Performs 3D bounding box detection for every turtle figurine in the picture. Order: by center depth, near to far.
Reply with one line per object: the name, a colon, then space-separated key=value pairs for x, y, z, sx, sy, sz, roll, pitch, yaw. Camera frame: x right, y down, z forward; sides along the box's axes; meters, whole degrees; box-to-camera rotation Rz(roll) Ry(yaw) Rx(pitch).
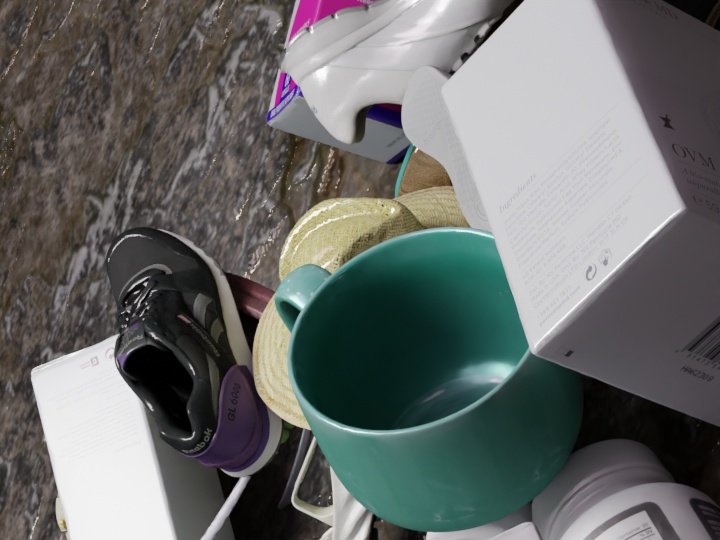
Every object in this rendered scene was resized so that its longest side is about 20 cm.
turtle figurine: x=-0.028 y=0.077 z=1.513 sx=0.193 sy=0.144 sz=0.201 roll=-27 pitch=64 yaw=22

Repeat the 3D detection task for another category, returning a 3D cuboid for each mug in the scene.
mug: x=0.044 y=0.059 z=1.263 sx=0.151 sy=0.115 sz=0.185 roll=-23 pitch=40 yaw=4

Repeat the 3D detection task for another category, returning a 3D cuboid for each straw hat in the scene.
straw hat: x=0.000 y=0.000 z=1.376 sx=0.200 sy=0.085 sz=0.202 roll=-20 pitch=43 yaw=20

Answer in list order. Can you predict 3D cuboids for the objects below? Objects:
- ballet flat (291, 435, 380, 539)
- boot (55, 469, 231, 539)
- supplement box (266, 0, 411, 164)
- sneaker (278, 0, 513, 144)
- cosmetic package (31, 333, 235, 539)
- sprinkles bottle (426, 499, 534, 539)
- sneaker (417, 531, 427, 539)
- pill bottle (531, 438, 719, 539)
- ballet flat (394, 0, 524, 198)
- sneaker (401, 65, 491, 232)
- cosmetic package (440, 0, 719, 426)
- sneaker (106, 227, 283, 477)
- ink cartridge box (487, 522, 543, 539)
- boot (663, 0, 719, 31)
ballet flat: x=-0.013 y=0.164 z=1.440 sx=0.069 sy=0.069 sz=0.201 roll=28 pitch=117 yaw=54
boot: x=-0.167 y=0.196 z=1.666 sx=0.154 sy=0.072 sz=0.201 roll=-22 pitch=53 yaw=45
supplement box: x=0.012 y=-0.191 z=1.579 sx=0.101 sy=0.103 sz=0.201 roll=149 pitch=137 yaw=-73
sneaker: x=0.048 y=-0.154 z=1.470 sx=0.199 sy=0.074 sz=0.087 roll=-29 pitch=88 yaw=13
cosmetic package: x=-0.146 y=0.157 z=1.528 sx=0.081 sy=0.113 sz=0.201 roll=-22 pitch=64 yaw=15
sprinkles bottle: x=0.091 y=0.086 z=1.351 sx=0.068 sy=0.068 sz=0.201 roll=-25 pitch=38 yaw=43
sneaker: x=0.057 y=0.162 z=1.382 sx=0.077 sy=0.084 sz=0.201 roll=-37 pitch=46 yaw=36
pill bottle: x=0.166 y=0.185 z=1.207 sx=0.111 sy=0.110 sz=0.200 roll=-52 pitch=39 yaw=21
ballet flat: x=0.094 y=-0.111 z=1.501 sx=0.072 sy=0.068 sz=0.201 roll=33 pitch=96 yaw=35
sneaker: x=0.104 y=-0.067 z=1.379 sx=0.200 sy=0.099 sz=0.071 roll=54 pitch=131 yaw=56
cosmetic package: x=0.174 y=-0.038 z=1.233 sx=0.123 sy=0.199 sz=0.201 roll=-46 pitch=42 yaw=28
sneaker: x=-0.124 y=0.039 z=1.445 sx=0.076 sy=0.087 sz=0.200 roll=-46 pitch=54 yaw=17
ink cartridge box: x=0.056 y=0.247 z=1.160 sx=0.145 sy=0.200 sz=0.147 roll=-25 pitch=69 yaw=-6
boot: x=0.151 y=-0.137 z=1.349 sx=0.077 sy=0.138 sz=0.201 roll=25 pitch=101 yaw=40
